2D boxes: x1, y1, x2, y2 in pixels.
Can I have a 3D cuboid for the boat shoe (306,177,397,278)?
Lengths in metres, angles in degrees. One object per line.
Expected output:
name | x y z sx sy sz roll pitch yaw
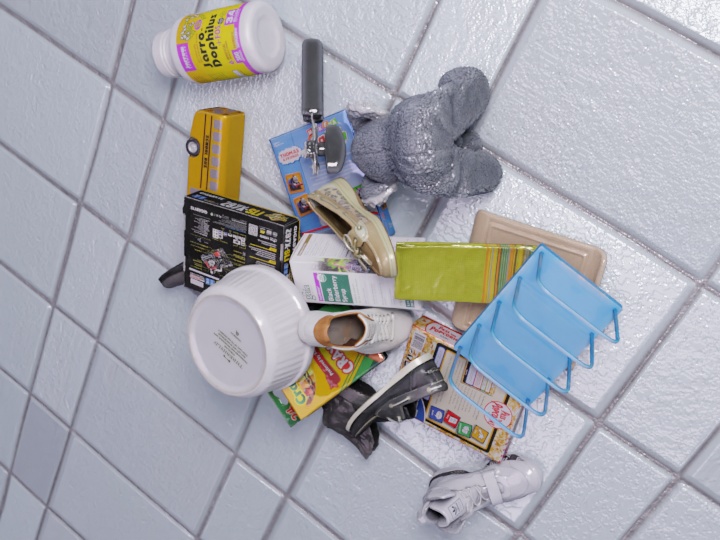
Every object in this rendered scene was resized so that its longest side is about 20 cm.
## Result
boat shoe | -0.010 -0.054 1.110 0.200 0.062 0.074 53 158 42

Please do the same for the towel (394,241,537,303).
towel | 0.146 0.005 1.082 0.197 0.018 0.087 2 107 5

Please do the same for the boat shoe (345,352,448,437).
boat shoe | 0.051 0.206 1.192 0.200 0.072 0.068 -43 78 30

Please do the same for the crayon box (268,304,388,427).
crayon box | -0.071 0.147 1.250 0.199 0.051 0.128 -37 82 4

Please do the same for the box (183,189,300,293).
box | -0.193 -0.027 1.240 0.198 0.049 0.162 17 117 25

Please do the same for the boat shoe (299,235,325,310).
boat shoe | -0.124 -0.013 1.273 0.074 0.066 0.201 -36 87 33

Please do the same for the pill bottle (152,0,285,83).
pill bottle | -0.222 -0.345 1.199 0.197 0.104 0.106 -1 105 28

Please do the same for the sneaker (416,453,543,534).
sneaker | 0.179 0.347 1.196 0.198 0.115 0.076 -18 97 31

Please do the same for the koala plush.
koala plush | 0.063 -0.173 1.075 0.198 0.183 0.180 2 110 41

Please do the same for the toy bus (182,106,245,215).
toy bus | -0.242 -0.165 1.290 0.077 0.065 0.203 16 112 21

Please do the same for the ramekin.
ramekin | -0.173 0.098 1.180 0.200 0.094 0.205 9 107 30

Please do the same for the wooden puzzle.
wooden puzzle | 0.237 0.026 1.115 0.198 0.037 0.187 22 115 26

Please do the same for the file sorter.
file sorter | 0.226 0.098 1.029 0.138 0.123 0.201 37 117 0

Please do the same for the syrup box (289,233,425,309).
syrup box | 0.000 0.000 1.176 0.197 0.082 0.080 3 127 17

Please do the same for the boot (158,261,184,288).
boot | -0.260 0.035 1.364 0.198 0.070 0.133 -18 102 35

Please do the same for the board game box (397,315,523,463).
board game box | 0.154 0.181 1.197 0.198 0.046 0.153 25 116 20

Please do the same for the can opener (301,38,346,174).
can opener | -0.059 -0.238 1.151 0.065 0.053 0.203 -4 84 -3

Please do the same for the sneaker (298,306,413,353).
sneaker | 0.012 0.092 1.156 0.084 0.198 0.074 4 95 56

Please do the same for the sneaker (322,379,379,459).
sneaker | -0.047 0.220 1.309 0.198 0.060 0.105 28 112 14

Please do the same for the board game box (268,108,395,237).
board game box | -0.045 -0.132 1.211 0.150 0.037 0.203 -14 99 30
